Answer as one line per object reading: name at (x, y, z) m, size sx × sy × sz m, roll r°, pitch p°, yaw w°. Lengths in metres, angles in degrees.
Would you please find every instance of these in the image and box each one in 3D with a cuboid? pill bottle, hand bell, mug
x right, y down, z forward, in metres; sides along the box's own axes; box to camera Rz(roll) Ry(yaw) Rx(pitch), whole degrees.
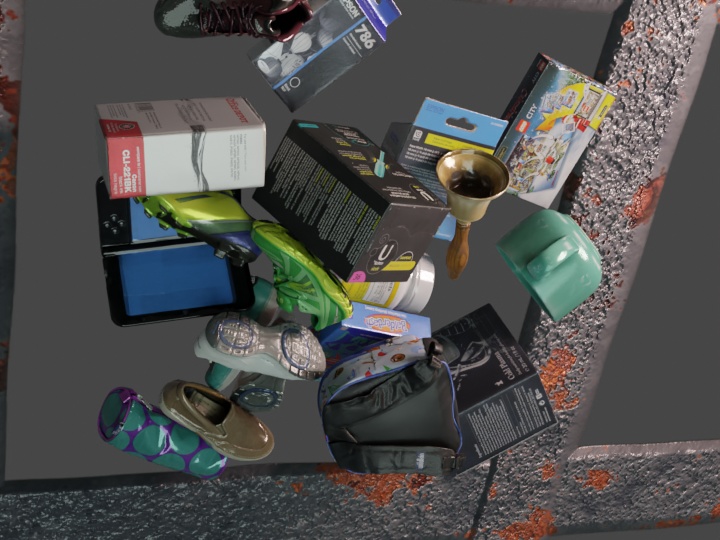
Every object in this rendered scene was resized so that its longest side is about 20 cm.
pill bottle at (0.000, 0.000, 1.713) m, size 0.198 × 0.115 × 0.115 m, roll 14°, pitch 115°, yaw -27°
hand bell at (0.146, -0.064, 1.684) m, size 0.103 × 0.105 × 0.201 m, roll -9°, pitch 138°, yaw -15°
mug at (0.297, -0.011, 1.772) m, size 0.114 × 0.185 × 0.152 m, roll -38°, pitch 115°, yaw 2°

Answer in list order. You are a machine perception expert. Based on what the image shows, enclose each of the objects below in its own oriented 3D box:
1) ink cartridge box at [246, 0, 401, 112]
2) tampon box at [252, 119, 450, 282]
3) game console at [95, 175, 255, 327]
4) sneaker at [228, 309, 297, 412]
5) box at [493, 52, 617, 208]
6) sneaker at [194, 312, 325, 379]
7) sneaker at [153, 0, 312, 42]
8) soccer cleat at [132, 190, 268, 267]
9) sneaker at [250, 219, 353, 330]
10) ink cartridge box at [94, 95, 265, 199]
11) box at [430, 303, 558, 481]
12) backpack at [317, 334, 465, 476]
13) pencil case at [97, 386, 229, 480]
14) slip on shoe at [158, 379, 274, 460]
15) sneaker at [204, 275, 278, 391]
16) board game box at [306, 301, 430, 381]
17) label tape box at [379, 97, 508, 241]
ink cartridge box at (-0.043, -0.307, 1.553) m, size 0.199 × 0.039 × 0.100 m, roll -38°, pitch 125°, yaw 5°
tampon box at (-0.012, -0.090, 1.573) m, size 0.149 × 0.200 × 0.127 m, roll 0°, pitch 126°, yaw -54°
game console at (-0.248, -0.038, 1.596) m, size 0.198 × 0.117 × 0.177 m, roll -7°, pitch 123°, yaw -17°
sneaker at (-0.137, 0.142, 1.775) m, size 0.074 × 0.088 × 0.200 m, roll 22°, pitch 130°, yaw -21°
box at (0.268, -0.202, 1.732) m, size 0.136 × 0.038 × 0.201 m, roll 19°, pitch 113°, yaw -29°
sneaker at (-0.139, 0.109, 1.644) m, size 0.199 × 0.075 × 0.087 m, roll 21°, pitch 152°, yaw -29°
sneaker at (-0.151, -0.317, 1.457) m, size 0.198 × 0.116 × 0.076 m, roll -14°, pitch 125°, yaw -12°
soccer cleat at (-0.212, -0.082, 1.570) m, size 0.199 × 0.065 × 0.084 m, roll 31°, pitch 67°, yaw -14°
sneaker at (-0.086, 0.013, 1.577) m, size 0.083 × 0.074 × 0.200 m, roll -38°, pitch 123°, yaw 5°
ink cartridge box at (-0.230, -0.160, 1.504) m, size 0.198 × 0.144 × 0.085 m, roll -7°, pitch 115°, yaw -16°
box at (0.169, 0.186, 1.838) m, size 0.195 × 0.200 × 0.125 m, roll -29°, pitch 125°, yaw -1°
backpack at (0.034, 0.189, 1.653) m, size 0.189 × 0.154 × 0.202 m, roll -15°, pitch 112°, yaw -8°
pencil case at (-0.292, 0.246, 1.777) m, size 0.199 × 0.085 × 0.093 m, roll 27°, pitch 115°, yaw -32°
slip on shoe at (-0.205, 0.221, 1.759) m, size 0.199 × 0.077 × 0.060 m, roll 36°, pitch 143°, yaw -23°
sneaker at (-0.190, 0.087, 1.732) m, size 0.079 × 0.072 × 0.201 m, roll 27°, pitch 113°, yaw -13°
board game box at (-0.010, 0.114, 1.761) m, size 0.151 × 0.045 × 0.200 m, roll 12°, pitch 150°, yaw -26°
label tape box at (0.101, -0.153, 1.685) m, size 0.143 × 0.063 × 0.201 m, roll 11°, pitch 116°, yaw -28°
